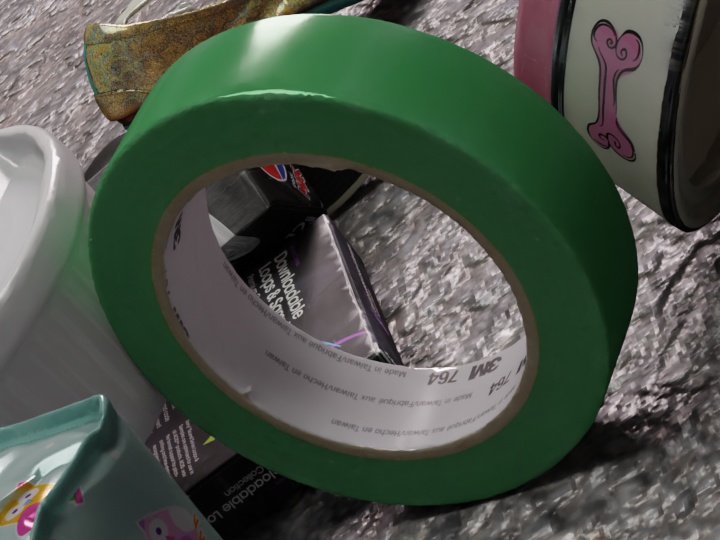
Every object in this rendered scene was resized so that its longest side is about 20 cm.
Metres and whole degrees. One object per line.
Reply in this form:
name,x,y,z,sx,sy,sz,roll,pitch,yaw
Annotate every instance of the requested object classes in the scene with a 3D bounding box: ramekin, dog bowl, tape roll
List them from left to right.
ramekin,-0.159,0.047,1.122,0.202,0.094,0.203,-38,26,23
tape roll,0.000,0.000,1.026,0.200,0.201,0.048,-19,32,37
dog bowl,0.123,-0.120,1.054,0.073,0.201,0.201,20,55,19

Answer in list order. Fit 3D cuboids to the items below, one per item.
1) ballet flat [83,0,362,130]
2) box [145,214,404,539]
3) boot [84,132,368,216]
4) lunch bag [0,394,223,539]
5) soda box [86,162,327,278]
ballet flat,-0.056,-0.141,1.425,0.199,0.071,0.071,-30,20,-24
box,-0.073,0.072,1.204,0.200,0.036,0.143,-38,26,8
boot,-0.065,-0.061,1.373,0.200,0.072,0.145,-36,24,16
lunch bag,-0.131,0.150,0.995,0.199,0.171,0.122,-17,33,35
soda box,-0.115,0.006,1.277,0.200,0.071,0.063,-40,-17,19
